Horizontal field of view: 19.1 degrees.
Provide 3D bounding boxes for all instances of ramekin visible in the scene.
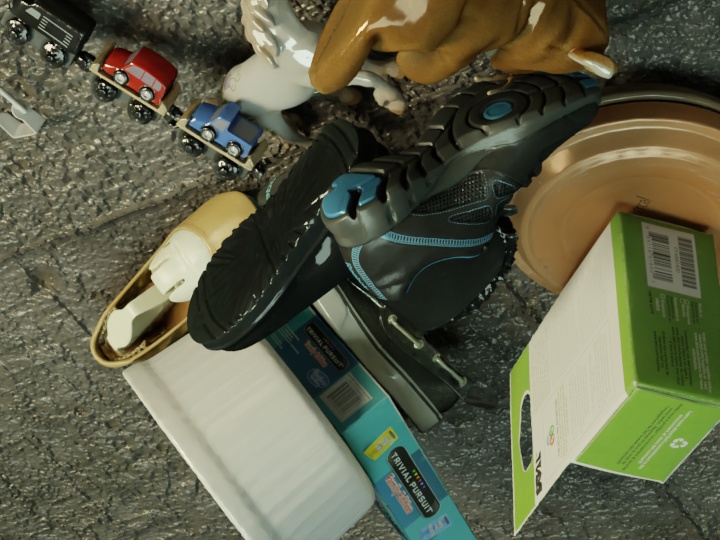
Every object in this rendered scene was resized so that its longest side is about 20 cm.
[{"bbox_3d":[-0.076,0.125,1.565,0.097,0.201,0.201,-37,136,-6],"label":"ramekin"}]

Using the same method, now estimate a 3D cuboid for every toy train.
[{"bbox_3d":[-0.142,-0.123,1.394,0.199,0.034,0.046,33,126,-3],"label":"toy train"}]

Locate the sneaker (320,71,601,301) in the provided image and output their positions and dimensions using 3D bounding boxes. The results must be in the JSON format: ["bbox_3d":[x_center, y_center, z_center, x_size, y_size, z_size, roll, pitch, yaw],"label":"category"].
[{"bbox_3d":[0.070,-0.059,1.363,0.199,0.073,0.082,-31,120,-9],"label":"sneaker"}]

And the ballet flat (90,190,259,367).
[{"bbox_3d":[-0.136,0.015,1.566,0.063,0.069,0.200,-24,163,-44],"label":"ballet flat"}]

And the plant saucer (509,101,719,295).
[{"bbox_3d":[0.194,-0.037,1.487,0.198,0.033,0.201,1,140,0],"label":"plant saucer"}]

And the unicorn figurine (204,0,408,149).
[{"bbox_3d":[-0.039,-0.136,1.387,0.136,0.074,0.200,18,135,-25],"label":"unicorn figurine"}]

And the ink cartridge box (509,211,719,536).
[{"bbox_3d":[0.174,0.080,1.489,0.075,0.149,0.200,13,140,-15],"label":"ink cartridge box"}]

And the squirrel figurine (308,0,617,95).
[{"bbox_3d":[0.089,-0.182,1.284,0.185,0.143,0.200,18,140,-29],"label":"squirrel figurine"}]

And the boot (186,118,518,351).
[{"bbox_3d":[-0.001,0.000,1.439,0.162,0.074,0.199,28,110,-38],"label":"boot"}]

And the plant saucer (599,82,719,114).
[{"bbox_3d":[0.194,-0.062,1.502,0.198,0.030,0.201,1,139,1],"label":"plant saucer"}]

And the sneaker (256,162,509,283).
[{"bbox_3d":[0.019,-0.035,1.525,0.199,0.076,0.079,18,166,-27],"label":"sneaker"}]

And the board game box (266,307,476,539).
[{"bbox_3d":[0.002,0.122,1.636,0.047,0.151,0.201,-37,136,-6],"label":"board game box"}]

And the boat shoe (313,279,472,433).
[{"bbox_3d":[0.013,0.035,1.604,0.064,0.071,0.200,-40,123,-2],"label":"boat shoe"}]

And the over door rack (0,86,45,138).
[{"bbox_3d":[-0.292,-0.097,1.382,0.066,0.149,0.200,7,150,41],"label":"over door rack"}]
